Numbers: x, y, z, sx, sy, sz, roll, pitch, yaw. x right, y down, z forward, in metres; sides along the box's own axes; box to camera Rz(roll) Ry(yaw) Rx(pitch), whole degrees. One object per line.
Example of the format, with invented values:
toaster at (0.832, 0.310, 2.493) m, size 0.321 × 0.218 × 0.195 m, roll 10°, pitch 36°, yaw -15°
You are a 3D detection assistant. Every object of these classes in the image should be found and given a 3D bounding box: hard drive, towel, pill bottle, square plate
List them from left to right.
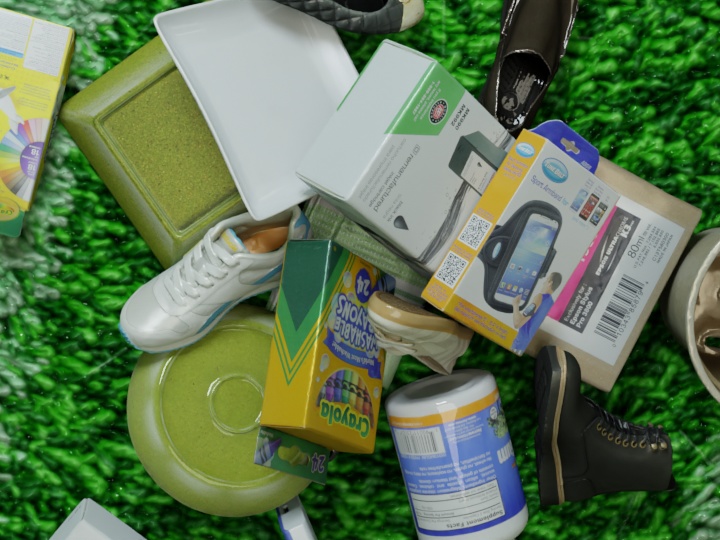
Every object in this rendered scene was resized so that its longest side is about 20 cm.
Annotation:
square plate at (-0.075, -0.157, 1.286) m, size 0.200 × 0.028 × 0.199 m, roll -26°, pitch 89°, yaw -44°
hard drive at (-0.031, 0.315, 1.357) m, size 0.025 × 0.132 × 0.201 m, roll -23°, pitch 99°, yaw -5°
towel at (0.000, 0.000, 1.376) m, size 0.148 × 0.031 × 0.201 m, roll 21°, pitch 94°, yaw -8°
pill bottle at (0.099, 0.205, 1.371) m, size 0.111 × 0.112 × 0.201 m, roll -16°, pitch 99°, yaw -5°

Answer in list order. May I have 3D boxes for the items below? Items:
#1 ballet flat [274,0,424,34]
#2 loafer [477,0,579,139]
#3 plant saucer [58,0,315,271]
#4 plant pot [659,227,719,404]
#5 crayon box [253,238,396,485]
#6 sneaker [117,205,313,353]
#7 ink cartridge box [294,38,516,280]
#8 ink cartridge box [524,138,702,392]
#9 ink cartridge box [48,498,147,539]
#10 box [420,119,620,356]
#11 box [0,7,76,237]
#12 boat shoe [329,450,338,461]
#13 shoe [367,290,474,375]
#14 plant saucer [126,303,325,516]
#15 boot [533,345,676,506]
ballet flat at (-0.026, -0.263, 1.307) m, size 0.199 × 0.057 × 0.067 m, roll 11°, pitch 53°, yaw -25°
loafer at (0.166, -0.210, 1.350) m, size 0.073 × 0.071 × 0.201 m, roll 15°, pitch 95°, yaw -9°
plant saucer at (-0.151, -0.122, 1.319) m, size 0.200 × 0.048 × 0.200 m, roll -35°, pitch 96°, yaw 4°
plant pot at (0.372, 0.033, 1.348) m, size 0.199 × 0.183 × 0.202 m, roll -1°, pitch 96°, yaw -7°
crayon box at (-0.029, 0.085, 1.280) m, size 0.051 × 0.126 × 0.201 m, roll 0°, pitch 74°, yaw 30°
sneaker at (-0.135, 0.000, 1.299) m, size 0.199 × 0.081 × 0.077 m, roll -32°, pitch 62°, yaw -14°
ink cartridge box at (0.061, -0.086, 1.277) m, size 0.200 × 0.084 × 0.146 m, roll 36°, pitch 85°, yaw -43°
ink cartridge box at (0.208, -0.008, 1.378) m, size 0.164 × 0.075 × 0.201 m, roll 25°, pitch 94°, yaw -10°
ink cartridge box at (-0.231, 0.337, 1.360) m, size 0.200 × 0.085 × 0.145 m, roll 38°, pitch 91°, yaw -8°
box at (0.152, -0.033, 1.285) m, size 0.119 × 0.041 × 0.201 m, roll 29°, pitch 95°, yaw -40°
box at (-0.341, -0.140, 1.310) m, size 0.117 × 0.048 × 0.201 m, roll 15°, pitch 92°, yaw -9°
boat shoe at (-0.114, 0.147, 1.361) m, size 0.200 × 0.066 × 0.072 m, roll 11°, pitch 96°, yaw -8°
shoe at (0.055, 0.062, 1.301) m, size 0.070 × 0.200 × 0.054 m, roll 22°, pitch 90°, yaw 25°
plant saucer at (-0.115, 0.125, 1.317) m, size 0.199 × 0.031 × 0.201 m, roll 3°, pitch 76°, yaw -13°
boot at (0.237, 0.143, 1.360) m, size 0.137 × 0.078 × 0.201 m, roll -4°, pitch 137°, yaw 3°
